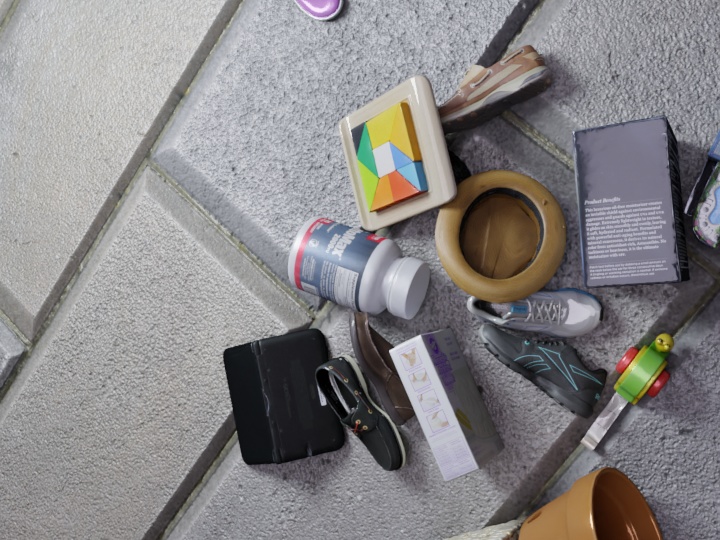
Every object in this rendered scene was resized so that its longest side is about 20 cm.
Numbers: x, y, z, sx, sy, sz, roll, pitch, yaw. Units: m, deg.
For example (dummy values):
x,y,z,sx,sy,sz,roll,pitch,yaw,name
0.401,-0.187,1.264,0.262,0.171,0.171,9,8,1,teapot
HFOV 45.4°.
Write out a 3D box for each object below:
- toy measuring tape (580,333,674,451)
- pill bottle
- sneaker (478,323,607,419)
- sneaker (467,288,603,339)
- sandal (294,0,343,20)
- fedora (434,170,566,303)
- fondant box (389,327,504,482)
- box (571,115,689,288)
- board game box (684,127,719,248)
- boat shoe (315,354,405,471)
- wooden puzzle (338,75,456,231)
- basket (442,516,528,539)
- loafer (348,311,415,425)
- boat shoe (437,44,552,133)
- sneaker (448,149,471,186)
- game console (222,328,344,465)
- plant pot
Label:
x,y,z,sx,sy,sz,roll,pitch,yaw,name
0.367,0.171,1.193,0.073,0.073,0.201,38,104,19,toy measuring tape
0.000,0.000,1.325,0.198,0.119,0.121,19,98,21,pill bottle
0.261,0.128,1.236,0.199,0.075,0.080,34,92,1,sneaker
0.245,0.060,1.238,0.198,0.086,0.076,2,89,22,sneaker
-0.098,-0.496,1.402,0.082,0.050,0.204,-31,78,20,sandal
0.199,-0.042,1.243,0.198,0.082,0.203,0,71,1,fedora
0.128,0.191,1.256,0.058,0.144,0.202,-28,80,21,fondant box
0.356,-0.081,1.128,0.122,0.200,0.201,-4,88,23,box
0.463,-0.130,1.080,0.061,0.199,0.202,27,100,20,board game box
-0.002,0.229,1.349,0.203,0.063,0.074,58,134,14,boat shoe
0.046,-0.168,1.279,0.199,0.037,0.187,-18,84,50,wooden puzzle
0.159,0.465,1.220,0.198,0.198,0.163,-23,77,22,basket
0.043,0.140,1.313,0.070,0.073,0.201,-25,114,8,loafer
0.182,-0.266,1.275,0.198,0.076,0.073,-24,77,12,boat shoe
0.093,-0.159,1.318,0.200,0.076,0.091,48,117,24,sneaker
-0.131,0.212,1.438,0.174,0.116,0.203,-12,86,-7,game console
0.307,0.384,1.162,0.139,0.199,0.202,-29,79,33,plant pot
